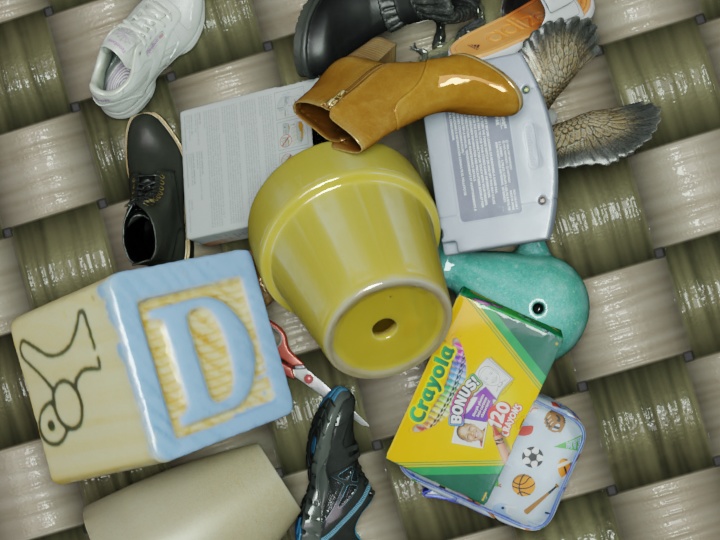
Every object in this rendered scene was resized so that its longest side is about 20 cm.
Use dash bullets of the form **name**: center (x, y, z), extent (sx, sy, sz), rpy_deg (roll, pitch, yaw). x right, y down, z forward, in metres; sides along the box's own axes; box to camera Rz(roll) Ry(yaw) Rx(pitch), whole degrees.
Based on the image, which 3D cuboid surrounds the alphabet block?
- **alphabet block**: center (-0.224, 0.103, 1.048), extent (0.200, 0.196, 0.196), rpy_deg (-18, 85, 41)

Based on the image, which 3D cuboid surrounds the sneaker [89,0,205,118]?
- **sneaker**: center (-0.250, -0.272, 1.147), extent (0.075, 0.100, 0.200), rpy_deg (30, 89, 7)

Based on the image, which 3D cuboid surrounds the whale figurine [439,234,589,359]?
- **whale figurine**: center (0.163, 0.024, 1.101), extent (0.200, 0.104, 0.159), rpy_deg (30, 91, 3)

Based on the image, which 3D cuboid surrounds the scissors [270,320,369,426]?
- **scissors**: center (-0.068, 0.117, 1.162), extent (0.200, 0.014, 0.073), rpy_deg (24, 89, 6)

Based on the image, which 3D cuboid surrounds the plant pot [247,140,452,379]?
- **plant pot**: center (0.000, 0.000, 0.985), extent (0.201, 0.201, 0.189), rpy_deg (-27, 43, 3)

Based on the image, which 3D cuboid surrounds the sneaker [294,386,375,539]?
- **sneaker**: center (-0.023, 0.234, 1.136), extent (0.082, 0.073, 0.200), rpy_deg (9, 95, -10)

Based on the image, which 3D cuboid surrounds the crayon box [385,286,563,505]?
- **crayon box**: center (0.121, 0.132, 1.041), extent (0.119, 0.058, 0.200), rpy_deg (24, 101, 6)

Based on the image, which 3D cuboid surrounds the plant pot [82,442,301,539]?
- **plant pot**: center (-0.175, 0.288, 1.096), extent (0.200, 0.187, 0.187), rpy_deg (-33, 86, -10)

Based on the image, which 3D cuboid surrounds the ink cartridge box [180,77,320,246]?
- **ink cartridge box**: center (-0.110, -0.125, 1.122), extent (0.200, 0.050, 0.162), rpy_deg (-9, 77, 17)

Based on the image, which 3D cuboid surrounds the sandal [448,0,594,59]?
- **sandal**: center (0.185, -0.289, 1.087), extent (0.207, 0.059, 0.079), rpy_deg (-32, 48, -25)

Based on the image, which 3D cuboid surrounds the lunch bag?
- **lunch bag**: center (0.144, 0.200, 1.114), extent (0.200, 0.076, 0.160), rpy_deg (24, 95, 6)

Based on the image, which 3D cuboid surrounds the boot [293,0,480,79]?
- **boot**: center (0.032, -0.284, 1.080), extent (0.158, 0.079, 0.211), rpy_deg (16, 59, 25)

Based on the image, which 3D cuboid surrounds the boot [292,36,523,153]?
- **boot**: center (0.045, -0.161, 0.975), extent (0.201, 0.071, 0.144), rpy_deg (23, 55, 25)

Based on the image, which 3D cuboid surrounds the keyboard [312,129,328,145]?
- **keyboard**: center (-0.046, -0.135, 1.130), extent (0.104, 0.040, 0.200), rpy_deg (-12, 69, 3)

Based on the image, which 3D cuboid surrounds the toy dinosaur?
- **toy dinosaur**: center (0.114, -0.269, 1.149), extent (0.200, 0.047, 0.088), rpy_deg (-9, 91, 0)

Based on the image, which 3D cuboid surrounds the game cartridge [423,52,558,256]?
- **game cartridge**: center (0.140, -0.123, 1.035), extent (0.133, 0.041, 0.200), rpy_deg (-9, 87, 21)

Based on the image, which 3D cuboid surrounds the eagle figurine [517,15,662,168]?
- **eagle figurine**: center (0.206, -0.166, 1.085), extent (0.152, 0.200, 0.151), rpy_deg (27, 46, -26)

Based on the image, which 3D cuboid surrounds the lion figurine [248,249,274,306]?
- **lion figurine**: center (-0.078, -0.023, 1.149), extent (0.122, 0.072, 0.200), rpy_deg (41, 77, 12)

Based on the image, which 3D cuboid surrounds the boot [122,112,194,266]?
- **boot**: center (-0.243, -0.095, 1.121), extent (0.077, 0.138, 0.200), rpy_deg (-15, 86, 4)
